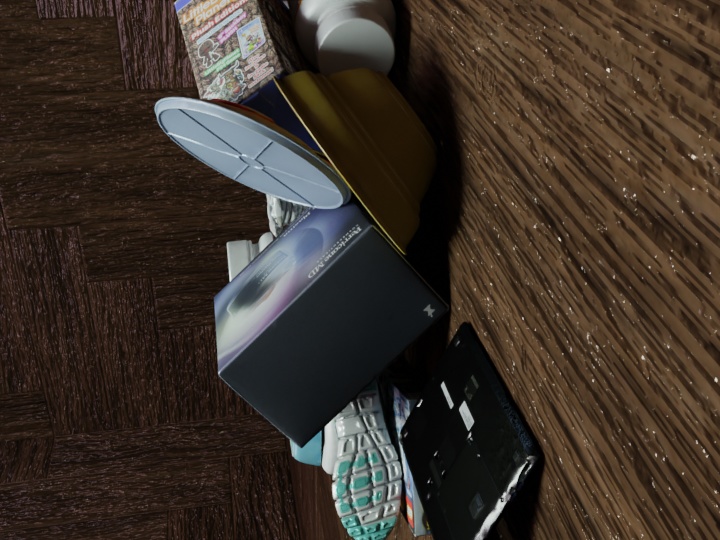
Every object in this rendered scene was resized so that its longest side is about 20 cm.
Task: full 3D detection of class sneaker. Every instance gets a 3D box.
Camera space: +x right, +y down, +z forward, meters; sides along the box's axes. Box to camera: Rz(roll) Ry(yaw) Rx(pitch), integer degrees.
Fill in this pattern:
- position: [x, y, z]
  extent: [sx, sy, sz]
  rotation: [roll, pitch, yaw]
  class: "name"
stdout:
- position: [0.008, 0.189, 0.883]
  extent: [0.091, 0.076, 0.203]
  rotation: [56, -154, -70]
  class: "sneaker"

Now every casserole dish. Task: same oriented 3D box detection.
- position: [-0.077, 0.172, 1.088]
  extent: [0.122, 0.038, 0.202]
  rotation: [-105, 13, -49]
  class: "casserole dish"

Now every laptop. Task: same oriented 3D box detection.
- position: [0.103, 0.181, 0.677]
  extent: [0.202, 0.102, 0.178]
  rotation: [-63, 22, 20]
  class: "laptop"

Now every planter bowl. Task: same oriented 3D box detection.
- position: [0.013, -0.119, 0.743]
  extent: [0.201, 0.083, 0.200]
  rotation: [53, -175, -6]
  class: "planter bowl"

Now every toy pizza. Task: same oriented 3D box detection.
- position: [-0.097, -0.115, 0.769]
  extent: [0.200, 0.198, 0.032]
  rotation: [137, 157, -78]
  class: "toy pizza"

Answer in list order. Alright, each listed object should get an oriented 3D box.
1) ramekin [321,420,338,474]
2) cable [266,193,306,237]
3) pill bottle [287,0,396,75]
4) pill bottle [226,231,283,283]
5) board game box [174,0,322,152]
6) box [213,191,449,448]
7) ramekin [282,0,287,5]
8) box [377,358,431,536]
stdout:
- position: [-0.010, 0.175, 1.093]
  extent: [0.200, 0.096, 0.204]
  rotation: [175, 90, -81]
  class: "ramekin"
- position: [-0.090, -0.161, 1.084]
  extent: [0.200, 0.068, 0.203]
  rotation: [-113, 23, -65]
  class: "cable"
- position: [-0.021, -0.283, 0.896]
  extent: [0.201, 0.109, 0.112]
  rotation: [-105, 14, -46]
  class: "pill bottle"
- position: [-0.079, 0.002, 1.113]
  extent: [0.114, 0.197, 0.116]
  rotation: [176, 90, -80]
  class: "pill bottle"
- position: [-0.103, -0.213, 0.903]
  extent: [0.159, 0.096, 0.202]
  rotation: [38, -155, -53]
  class: "board game box"
- position: [-0.040, 0.032, 0.833]
  extent: [0.123, 0.200, 0.199]
  rotation: [45, -175, -22]
  class: "box"
- position: [-0.092, -0.340, 1.323]
  extent: [0.200, 0.103, 0.203]
  rotation: [175, 90, -80]
  class: "ramekin"
- position: [0.051, 0.184, 0.898]
  extent: [0.200, 0.039, 0.139]
  rotation: [-151, 57, -79]
  class: "box"
